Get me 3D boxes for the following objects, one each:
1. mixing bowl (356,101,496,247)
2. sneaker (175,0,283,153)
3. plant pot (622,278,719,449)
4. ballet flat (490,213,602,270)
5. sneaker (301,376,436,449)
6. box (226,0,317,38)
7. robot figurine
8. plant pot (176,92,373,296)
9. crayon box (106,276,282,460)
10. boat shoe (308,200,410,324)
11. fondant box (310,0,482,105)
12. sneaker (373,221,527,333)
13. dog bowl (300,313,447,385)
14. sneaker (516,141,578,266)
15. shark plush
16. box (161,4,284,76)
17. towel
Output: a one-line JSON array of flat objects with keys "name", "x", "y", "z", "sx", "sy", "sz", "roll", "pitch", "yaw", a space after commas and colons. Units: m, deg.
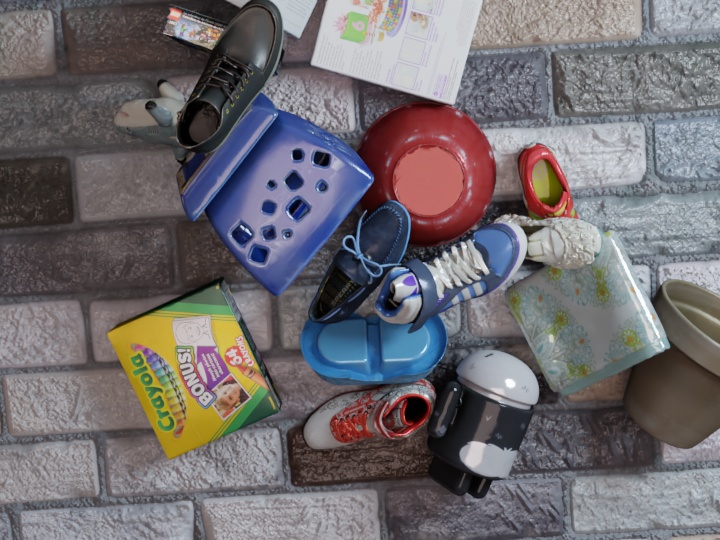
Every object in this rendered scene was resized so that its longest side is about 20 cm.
[{"name": "mixing bowl", "x": 0.090, "y": -0.124, "z": 1.605, "sx": 0.199, "sy": 0.108, "sz": 0.201, "roll": 0, "pitch": 99, "yaw": -1}, {"name": "sneaker", "x": -0.148, "y": -0.223, "z": 1.386, "sx": 0.075, "sy": 0.106, "sz": 0.200, "roll": 26, "pitch": 96, "yaw": -4}, {"name": "plant pot", "x": 0.450, "y": 0.139, "z": 1.618, "sx": 0.199, "sy": 0.200, "sz": 0.174, "roll": 26, "pitch": 114, "yaw": -4}, {"name": "ballet flat", "x": 0.229, "y": -0.034, "z": 1.576, "sx": 0.072, "sy": 0.200, "sz": 0.072, "roll": -3, "pitch": 96, "yaw": -33}, {"name": "sneaker", "x": 0.010, "y": 0.204, "z": 1.654, "sx": 0.201, "sy": 0.108, "sz": 0.067, "roll": -21, "pitch": 98, "yaw": 3}, {"name": "box", "x": -0.096, "y": -0.419, "z": 1.539, "sx": 0.097, "sy": 0.124, "sz": 0.200, "roll": 30, "pitch": 98, "yaw": 19}, {"name": "robot figurine", "x": 0.165, "y": 0.207, "z": 1.646, "sx": 0.124, "sy": 0.150, "sz": 0.201, "roll": 22, "pitch": 95, "yaw": 9}, {"name": "plant pot", "x": -0.123, "y": -0.115, "z": 1.543, "sx": 0.180, "sy": 0.200, "sz": 0.200, "roll": 36, "pitch": 97, "yaw": -18}, {"name": "crayon box", "x": -0.229, "y": 0.136, "z": 1.669, "sx": 0.172, "sy": 0.058, "sz": 0.201, "roll": -24, "pitch": 98, "yaw": 4}, {"name": "boat shoe", "x": 0.000, "y": 0.000, "z": 1.574, "sx": 0.084, "sy": 0.069, "sz": 0.200, "roll": 36, "pitch": 116, "yaw": 19}, {"name": "fondant box", "x": 0.047, "y": -0.316, "z": 1.601, "sx": 0.199, "sy": 0.058, "sz": 0.145, "roll": 15, "pitch": 98, "yaw": -3}, {"name": "sneaker", "x": 0.107, "y": 0.009, "z": 1.542, "sx": 0.200, "sy": 0.146, "sz": 0.081, "roll": -34, "pitch": 76, "yaw": 34}, {"name": "dog bowl", "x": 0.019, "y": 0.105, "z": 1.646, "sx": 0.199, "sy": 0.050, "sz": 0.112, "roll": -3, "pitch": 60, "yaw": 1}, {"name": "sneaker", "x": 0.259, "y": -0.076, "z": 1.623, "sx": 0.077, "sy": 0.085, "sz": 0.201, "roll": -23, "pitch": 98, "yaw": 4}, {"name": "shark plush", "x": -0.233, "y": -0.181, "z": 1.637, "sx": 0.200, "sy": 0.091, "sz": 0.083, "roll": 25, "pitch": 119, "yaw": -24}, {"name": "box", "x": -0.170, "y": -0.291, "z": 1.532, "sx": 0.136, "sy": 0.200, "sz": 0.038, "roll": 19, "pitch": 96, "yaw": -3}, {"name": "towel", "x": 0.297, "y": 0.062, "z": 1.597, "sx": 0.200, "sy": 0.048, "sz": 0.172, "roll": -33, "pitch": 81, "yaw": 44}]
